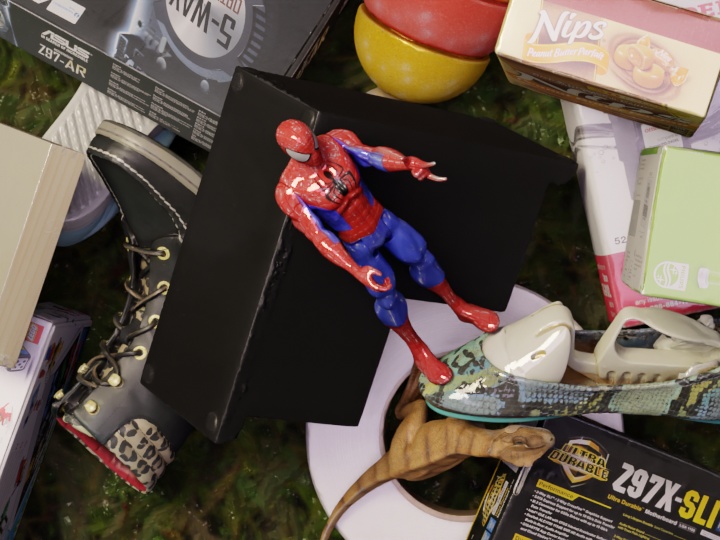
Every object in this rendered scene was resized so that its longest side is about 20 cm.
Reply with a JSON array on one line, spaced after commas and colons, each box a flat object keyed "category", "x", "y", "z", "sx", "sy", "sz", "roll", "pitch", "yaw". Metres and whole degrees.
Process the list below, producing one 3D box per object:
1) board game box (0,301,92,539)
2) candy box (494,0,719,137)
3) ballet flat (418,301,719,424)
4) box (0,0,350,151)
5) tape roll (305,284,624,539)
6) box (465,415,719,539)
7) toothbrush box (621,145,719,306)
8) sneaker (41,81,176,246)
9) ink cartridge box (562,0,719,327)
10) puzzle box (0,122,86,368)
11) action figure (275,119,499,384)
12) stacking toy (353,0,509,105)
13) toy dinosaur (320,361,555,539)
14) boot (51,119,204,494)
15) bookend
[{"category": "board game box", "x": -0.223, "y": 0.118, "z": 1.475, "sx": 0.035, "sy": 0.126, "sz": 0.200, "roll": 20, "pitch": 91, "yaw": 4}, {"category": "candy box", "x": 0.139, "y": -0.119, "z": 1.319, "sx": 0.115, "sy": 0.200, "sz": 0.055, "roll": 17, "pitch": 92, "yaw": 5}, {"category": "ballet flat", "x": 0.134, "y": 0.048, "z": 1.395, "sx": 0.200, "sy": 0.074, "sz": 0.074, "roll": 0, "pitch": 90, "yaw": -8}, {"category": "box", "x": -0.119, "y": -0.175, "z": 1.471, "sx": 0.200, "sy": 0.044, "sz": 0.160, "roll": 29, "pitch": 59, "yaw": 3}, {"category": "tape roll", "x": 0.065, "y": 0.103, "z": 1.505, "sx": 0.202, "sy": 0.037, "sz": 0.203, "roll": 0, "pitch": 90, "yaw": 3}, {"category": "box", "x": 0.165, "y": 0.186, "z": 1.468, "sx": 0.200, "sy": 0.049, "sz": 0.160, "roll": 22, "pitch": 92, "yaw": -14}, {"category": "toothbrush box", "x": 0.254, "y": -0.015, "z": 1.342, "sx": 0.200, "sy": 0.146, "sz": 0.086, "roll": 10, "pitch": 93, "yaw": 3}, {"category": "sneaker", "x": -0.145, "y": -0.097, "z": 1.503, "sx": 0.074, "sy": 0.082, "sz": 0.200, "roll": 40, "pitch": 69, "yaw": 5}, {"category": "ink cartridge box", "x": 0.204, "y": -0.079, "z": 1.464, "sx": 0.145, "sy": 0.083, "sz": 0.200, "roll": -12, "pitch": 91, "yaw": 4}, {"category": "puzzle box", "x": -0.236, "y": -0.027, "z": 1.452, "sx": 0.025, "sy": 0.200, "sz": 0.133, "roll": 17, "pitch": 93, "yaw": -33}, {"category": "action figure", "x": 0.023, "y": -0.009, "z": 1.307, "sx": 0.065, "sy": 0.099, "sz": 0.200, "roll": -48, "pitch": 128, "yaw": -10}, {"category": "stacking toy", "x": 0.040, "y": -0.155, "z": 1.477, "sx": 0.146, "sy": 0.146, "sz": 0.200, "roll": 26, "pitch": 109, "yaw": 3}, {"category": "toy dinosaur", "x": 0.033, "y": 0.108, "z": 1.451, "sx": 0.060, "sy": 0.106, "sz": 0.200, "roll": 44, "pitch": 136, "yaw": -19}, {"category": "boot", "x": -0.131, "y": 0.025, "z": 1.435, "sx": 0.154, "sy": 0.073, "sz": 0.204, "roll": -50, "pitch": 131, "yaw": -16}, {"category": "bookend", "x": 0.000, "y": 0.000, "z": 1.417, "sx": 0.200, "sy": 0.092, "sz": 0.199, "roll": 8, "pitch": 106, "yaw": -38}]
